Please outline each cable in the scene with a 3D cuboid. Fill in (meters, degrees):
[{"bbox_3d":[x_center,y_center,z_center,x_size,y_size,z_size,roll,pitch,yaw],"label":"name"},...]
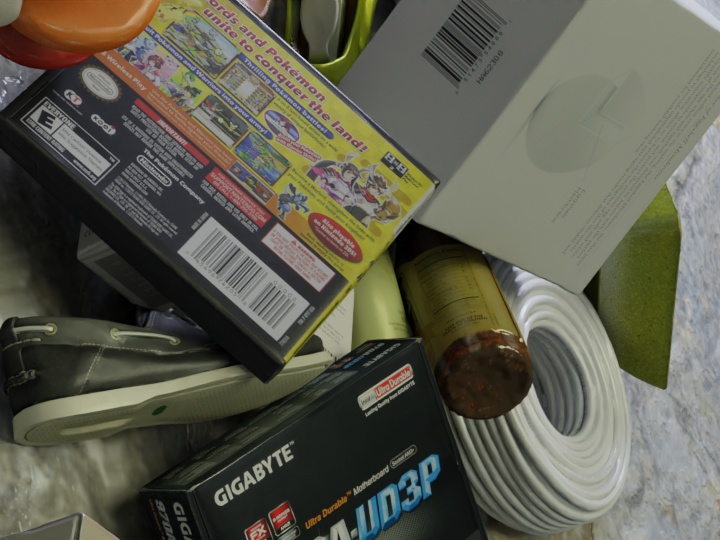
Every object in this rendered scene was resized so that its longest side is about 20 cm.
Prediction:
[{"bbox_3d":[0.112,0.079,1.721,0.200,0.069,0.201,37,43,-42],"label":"cable"}]

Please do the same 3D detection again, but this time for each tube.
[{"bbox_3d":[0.000,0.000,1.610,0.052,0.058,0.201,0,66,-27],"label":"tube"}]

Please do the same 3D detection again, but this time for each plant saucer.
[{"bbox_3d":[0.172,-0.042,1.814,0.200,0.048,0.201,86,-11,-53],"label":"plant saucer"}]

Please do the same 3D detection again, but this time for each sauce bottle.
[{"bbox_3d":[0.056,0.011,1.628,0.066,0.066,0.200,45,15,-35],"label":"sauce bottle"}]

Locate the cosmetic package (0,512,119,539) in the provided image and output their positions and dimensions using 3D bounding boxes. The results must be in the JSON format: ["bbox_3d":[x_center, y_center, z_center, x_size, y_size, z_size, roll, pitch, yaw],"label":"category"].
[{"bbox_3d":[-0.115,0.206,1.250,0.200,0.105,0.071,41,41,-37],"label":"cosmetic package"}]

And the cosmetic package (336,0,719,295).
[{"bbox_3d":[0.114,-0.115,1.608,0.200,0.200,0.123,24,17,-52],"label":"cosmetic package"}]

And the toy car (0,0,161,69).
[{"bbox_3d":[-0.177,-0.184,1.327,0.175,0.200,0.150,-31,141,-25],"label":"toy car"}]

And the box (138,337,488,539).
[{"bbox_3d":[-0.018,0.149,1.422,0.200,0.046,0.160,-31,108,-42],"label":"box"}]

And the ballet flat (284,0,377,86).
[{"bbox_3d":[-0.019,-0.191,1.667,0.067,0.066,0.201,71,20,-57],"label":"ballet flat"}]

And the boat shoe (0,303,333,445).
[{"bbox_3d":[-0.100,0.046,1.361,0.199,0.072,0.068,-5,67,-36],"label":"boat shoe"}]

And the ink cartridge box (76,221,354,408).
[{"bbox_3d":[-0.074,-0.032,1.471,0.200,0.045,0.177,42,40,-39],"label":"ink cartridge box"}]

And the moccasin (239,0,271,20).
[{"bbox_3d":[-0.067,-0.201,1.550,0.074,0.078,0.202,44,24,-14],"label":"moccasin"}]

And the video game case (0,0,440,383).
[{"bbox_3d":[-0.076,-0.060,1.387,0.200,0.026,0.181,41,48,0],"label":"video game case"}]

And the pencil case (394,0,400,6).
[{"bbox_3d":[0.082,-0.133,1.786,0.087,0.087,0.201,-3,74,-58],"label":"pencil case"}]
